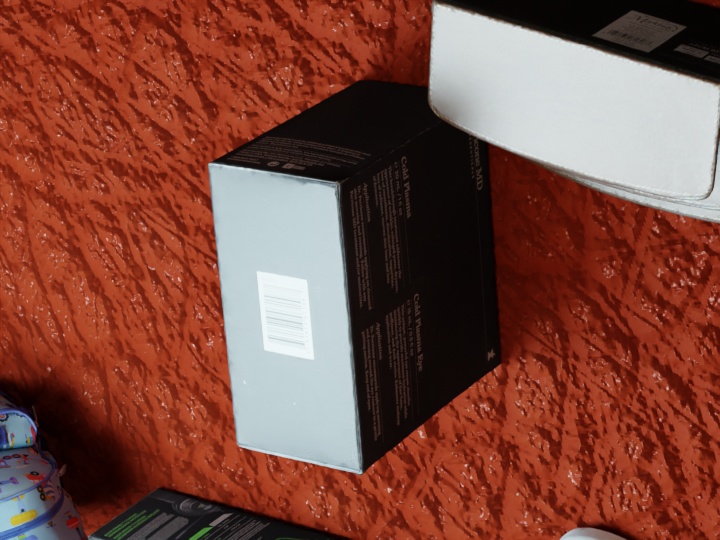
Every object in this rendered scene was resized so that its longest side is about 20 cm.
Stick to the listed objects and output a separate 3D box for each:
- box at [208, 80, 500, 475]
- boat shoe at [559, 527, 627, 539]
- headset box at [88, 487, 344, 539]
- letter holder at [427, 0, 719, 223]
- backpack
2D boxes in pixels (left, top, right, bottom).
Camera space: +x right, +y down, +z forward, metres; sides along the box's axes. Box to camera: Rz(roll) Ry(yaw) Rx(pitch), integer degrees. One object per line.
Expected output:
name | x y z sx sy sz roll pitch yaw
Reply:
box | 0.000 0.000 1.618 0.103 0.182 0.202 10 115 32
boat shoe | 0.197 0.261 1.669 0.200 0.068 0.072 48 129 8
headset box | -0.108 0.278 1.879 0.199 0.093 0.176 11 117 32
letter holder | 0.149 -0.094 1.524 0.199 0.100 0.143 20 123 27
backpack | -0.306 0.182 1.887 0.200 0.181 0.136 -153 51 -64
